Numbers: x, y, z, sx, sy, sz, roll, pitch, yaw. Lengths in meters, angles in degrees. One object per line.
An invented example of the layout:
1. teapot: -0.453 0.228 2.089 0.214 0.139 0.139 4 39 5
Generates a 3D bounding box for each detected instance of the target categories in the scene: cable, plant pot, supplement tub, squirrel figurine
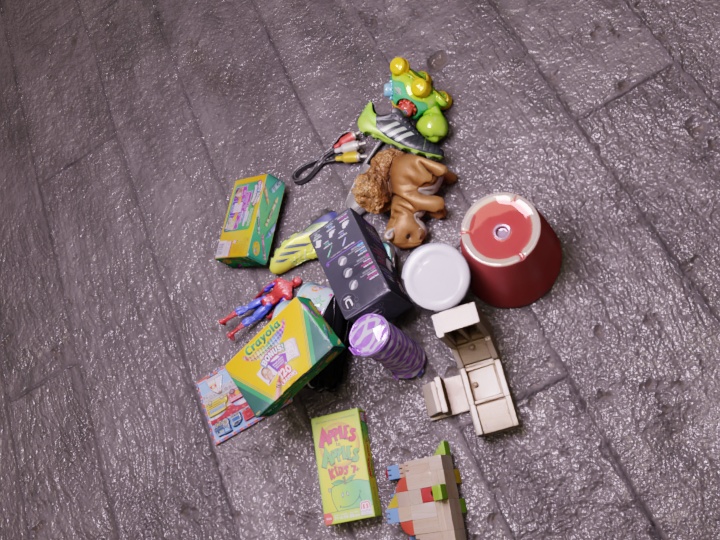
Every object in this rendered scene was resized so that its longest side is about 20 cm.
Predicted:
1. cable: -0.077 -0.269 1.476 0.199 0.050 0.098 -16 67 13
2. plant pot: 0.274 -0.046 1.201 0.199 0.177 0.202 -6 71 18
3. supplement tub: 0.138 0.008 1.202 0.122 0.200 0.123 0 93 4
4. squirrel figurine: 0.082 -0.148 1.333 0.199 0.142 0.188 22 98 8

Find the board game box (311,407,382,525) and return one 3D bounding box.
1. board game box: -0.029 0.379 1.240 0.101 0.048 0.201 -16 67 15

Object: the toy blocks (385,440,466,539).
1. toy blocks: 0.108 0.424 1.160 0.136 0.100 0.201 -20 65 26

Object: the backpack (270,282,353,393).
1. backpack: -0.093 0.126 1.277 0.150 0.177 0.201 17 86 23

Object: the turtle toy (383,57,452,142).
1. turtle toy: 0.127 -0.367 1.397 0.101 0.145 0.200 -48 64 22

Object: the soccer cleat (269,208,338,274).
1. soccer cleat: -0.116 -0.050 1.411 0.200 0.065 0.084 -40 75 6

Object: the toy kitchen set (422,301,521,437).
1. toy kitchen set: 0.172 0.195 1.154 0.162 0.180 0.201 -19 66 14

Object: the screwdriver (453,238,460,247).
1. screwdriver: 0.200 -0.053 1.318 0.200 0.029 0.028 -47 63 -3

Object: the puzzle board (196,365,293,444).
1. puzzle board: -0.255 0.261 1.382 0.199 0.017 0.151 -30 65 8

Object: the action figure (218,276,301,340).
1. action figure: -0.214 0.075 1.413 0.199 0.052 0.066 -35 69 1

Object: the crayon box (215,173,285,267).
1. crayon box: -0.250 -0.112 1.456 0.118 0.058 0.201 -3 69 41

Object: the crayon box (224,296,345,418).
1. crayon box: -0.139 0.157 1.162 0.200 0.058 0.119 -44 68 13

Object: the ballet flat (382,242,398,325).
1. ballet flat: 0.057 0.042 1.311 0.068 0.068 0.201 -2 72 22

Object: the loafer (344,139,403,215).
1. loafer: 0.023 -0.211 1.409 0.070 0.070 0.201 26 83 26

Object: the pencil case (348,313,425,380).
1. pencil case: 0.053 0.148 1.210 0.085 0.200 0.084 -44 53 3

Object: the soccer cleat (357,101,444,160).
1. soccer cleat: 0.090 -0.294 1.350 0.199 0.068 0.081 24 97 8

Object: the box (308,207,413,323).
1. box: 0.000 0.000 1.241 0.106 0.122 0.201 -33 61 14
